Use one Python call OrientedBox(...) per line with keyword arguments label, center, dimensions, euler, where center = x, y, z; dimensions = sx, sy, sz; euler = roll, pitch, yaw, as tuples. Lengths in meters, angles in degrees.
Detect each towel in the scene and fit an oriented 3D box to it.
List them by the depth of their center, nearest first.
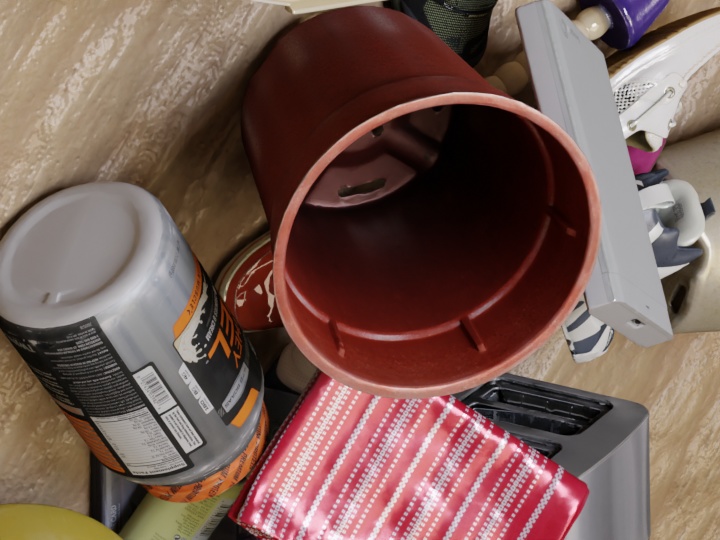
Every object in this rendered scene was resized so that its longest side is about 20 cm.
OrientedBox(label="towel", center=(0.034, 0.149, 1.517), dimensions=(0.200, 0.022, 0.145), euler=(33, 85, -12))

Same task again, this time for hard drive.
OrientedBox(label="hard drive", center=(0.149, -0.059, 1.503), dimensions=(0.026, 0.200, 0.132), euler=(-17, 162, 18))

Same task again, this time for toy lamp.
OrientedBox(label="toy lamp", center=(0.127, -0.145, 1.614), dimensions=(0.200, 0.058, 0.058), euler=(-36, 134, -16))

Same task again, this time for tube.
OrientedBox(label="tube", center=(-0.152, 0.204, 1.584), dimensions=(0.058, 0.052, 0.200), euler=(33, 100, -4))

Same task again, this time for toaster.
OrientedBox(label="toaster", center=(0.102, 0.164, 1.662), dimensions=(0.181, 0.200, 0.119), euler=(-31, 126, -52))

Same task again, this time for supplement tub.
OrientedBox(label="supplement tub", center=(-0.136, 0.049, 1.463), dimensions=(0.123, 0.123, 0.200), euler=(-42, 137, -12))

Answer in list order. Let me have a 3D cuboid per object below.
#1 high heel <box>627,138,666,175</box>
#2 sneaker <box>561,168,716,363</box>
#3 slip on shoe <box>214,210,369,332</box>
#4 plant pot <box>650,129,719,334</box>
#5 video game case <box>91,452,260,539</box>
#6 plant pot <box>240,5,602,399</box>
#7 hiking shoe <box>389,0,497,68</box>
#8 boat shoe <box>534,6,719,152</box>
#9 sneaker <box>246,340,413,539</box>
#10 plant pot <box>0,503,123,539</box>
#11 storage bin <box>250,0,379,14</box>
OrientedBox(label="high heel", center=(0.129, -0.071, 1.657), dimensions=(0.200, 0.067, 0.096), euler=(-33, 146, -2))
OrientedBox(label="sneaker", center=(0.189, -0.008, 1.651), dimensions=(0.130, 0.080, 0.199), euler=(-22, 148, 4))
OrientedBox(label="slip on shoe", center=(0.000, 0.000, 1.572), dimensions=(0.200, 0.061, 0.074), euler=(-12, 118, -13))
OrientedBox(label="plant pot", center=(0.289, -0.032, 1.746), dimensions=(0.183, 0.200, 0.201), euler=(-9, 122, -24))
OrientedBox(label="video game case", center=(-0.096, 0.152, 1.641), dimensions=(0.200, 0.019, 0.143), euler=(-19, 127, -33))
OrientedBox(label="plant pot", center=(0.020, -0.057, 1.450), dimensions=(0.201, 0.195, 0.201), euler=(-8, 121, -13))
OrientedBox(label="hiking shoe", center=(0.075, -0.206, 1.496), dimensions=(0.076, 0.101, 0.200), euler=(-18, 127, -31))
OrientedBox(label="boat shoe", center=(0.186, -0.113, 1.640), dimensions=(0.200, 0.071, 0.069), euler=(-34, 98, -15))
OrientedBox(label="sneaker", center=(0.015, 0.123, 1.550), dimensions=(0.081, 0.200, 0.147), euler=(-22, 149, -52))
OrientedBox(label="plant pot", center=(-0.204, 0.278, 1.467), dimensions=(0.201, 0.189, 0.201), euler=(-9, 123, -15))
OrientedBox(label="storage bin", center=(-0.028, -0.232, 1.319), dimensions=(0.198, 0.200, 0.094), euler=(-13, 126, -35))
